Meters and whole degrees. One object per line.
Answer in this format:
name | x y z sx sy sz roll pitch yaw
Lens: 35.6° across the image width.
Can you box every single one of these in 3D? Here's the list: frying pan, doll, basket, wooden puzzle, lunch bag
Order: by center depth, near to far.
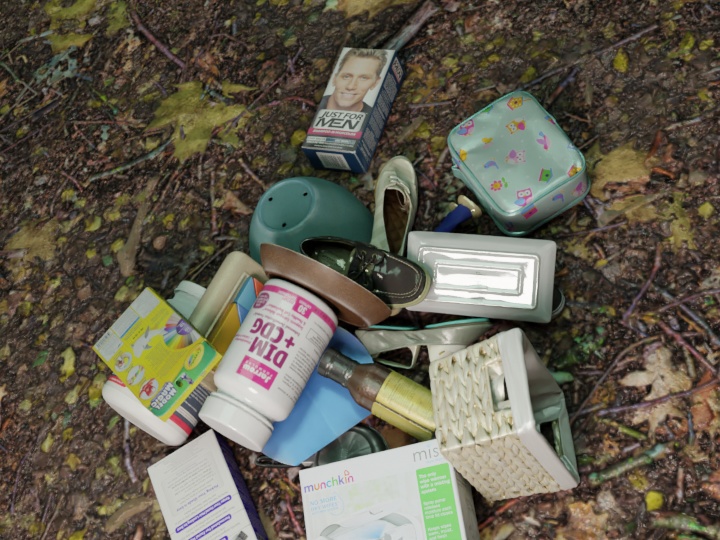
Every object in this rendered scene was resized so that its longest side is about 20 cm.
basket | 0.172 0.180 1.349 0.122 0.200 0.137 -17 54 18
frying pan | -0.047 0.243 1.509 0.188 0.031 0.116 21 68 29
wooden puzzle | -0.140 0.100 1.552 0.186 0.199 0.037 -60 17 -19
doll | 0.088 -0.019 1.565 0.048 0.136 0.200 42 72 -2
lunch bag | 0.221 -0.153 1.608 0.159 0.077 0.201 -34 53 2

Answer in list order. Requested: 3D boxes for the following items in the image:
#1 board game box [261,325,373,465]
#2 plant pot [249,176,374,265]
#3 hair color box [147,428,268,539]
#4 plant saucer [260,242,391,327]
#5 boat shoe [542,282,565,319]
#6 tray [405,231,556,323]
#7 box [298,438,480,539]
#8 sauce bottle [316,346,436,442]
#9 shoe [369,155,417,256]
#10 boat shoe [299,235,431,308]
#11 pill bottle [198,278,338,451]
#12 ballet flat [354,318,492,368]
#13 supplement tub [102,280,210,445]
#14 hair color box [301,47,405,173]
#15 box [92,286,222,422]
board game box | -0.074 0.166 1.523 0.199 0.039 0.159 -33 72 -11
plant pot | -0.084 -0.059 1.643 0.197 0.135 0.202 -11 56 16
hair color box | -0.199 0.326 1.497 0.109 0.065 0.201 -31 51 2
plant saucer | -0.053 0.026 1.496 0.199 0.200 0.035 23 79 32
boat shoe | 0.182 0.018 1.531 0.198 0.057 0.069 10 64 28
tray | 0.154 0.008 1.474 0.197 0.022 0.109 5 98 15
box | 0.040 0.316 1.370 0.197 0.097 0.179 -14 66 14
sauce bottle | 0.037 0.162 1.465 0.198 0.065 0.065 29 73 14
shoe | 0.053 -0.085 1.633 0.069 0.053 0.202 19 61 -15
boat shoe | 0.000 0.000 1.496 0.198 0.065 0.074 13 82 34
pill bottle | -0.120 0.123 1.457 0.112 0.114 0.202 18 69 30
ballet flat | 0.086 0.101 1.527 0.197 0.067 0.065 -4 86 22
supplement tub | -0.259 0.132 1.594 0.139 0.141 0.201 22 70 32
hair color box | -0.010 -0.256 1.781 0.099 0.061 0.202 8 63 26
box | -0.263 0.112 1.476 0.118 0.048 0.199 -48 41 -7
